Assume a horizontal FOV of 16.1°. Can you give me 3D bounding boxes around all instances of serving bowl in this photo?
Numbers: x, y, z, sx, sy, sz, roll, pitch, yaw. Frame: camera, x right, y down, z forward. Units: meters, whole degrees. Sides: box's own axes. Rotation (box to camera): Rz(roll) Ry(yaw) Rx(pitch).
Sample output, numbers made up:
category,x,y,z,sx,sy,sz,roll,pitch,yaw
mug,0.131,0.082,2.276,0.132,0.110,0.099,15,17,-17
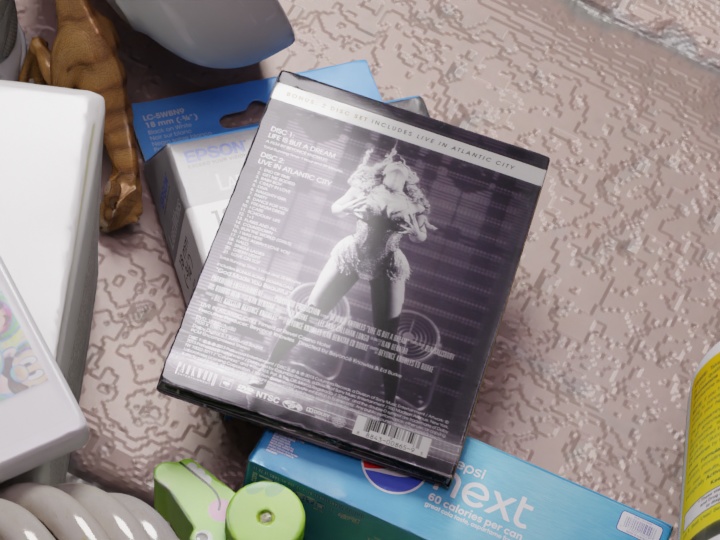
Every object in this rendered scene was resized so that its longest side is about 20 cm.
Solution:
category,x,y,z,sx,sy,sz,roll,pitch,yaw
serving bowl,-0.120,-0.180,1.336,0.066,0.200,0.200,-38,69,-4

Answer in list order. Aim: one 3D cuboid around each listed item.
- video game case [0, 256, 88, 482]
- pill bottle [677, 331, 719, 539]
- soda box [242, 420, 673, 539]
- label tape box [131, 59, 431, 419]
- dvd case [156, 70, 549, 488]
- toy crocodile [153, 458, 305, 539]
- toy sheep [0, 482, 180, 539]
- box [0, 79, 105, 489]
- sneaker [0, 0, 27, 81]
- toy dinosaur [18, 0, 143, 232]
category,x,y,z,sx,sy,sz,roll,pitch,yaw
video game case,-0.239,0.024,1.083,0.182,0.024,0.200,-23,67,-18
pill bottle,0.214,0.096,1.244,0.112,0.113,0.200,12,46,-1
soda box,0.044,0.123,1.238,0.199,0.068,0.064,24,57,7
label tape box,-0.028,-0.035,1.327,0.144,0.063,0.201,-12,62,-16
dvd case,0.000,0.000,1.261,0.148,0.016,0.200,18,56,2
toy crocodile,-0.026,0.162,1.205,0.200,0.068,0.062,39,62,15
toy sheep,-0.130,0.154,1.078,0.200,0.138,0.138,-3,54,-46
box,-0.230,0.027,1.196,0.198,0.172,0.201,7,58,-4
sneaker,-0.274,-0.126,1.329,0.199,0.092,0.076,-14,63,-15
toy dinosaur,-0.145,-0.123,1.326,0.060,0.106,0.201,-24,108,-19
